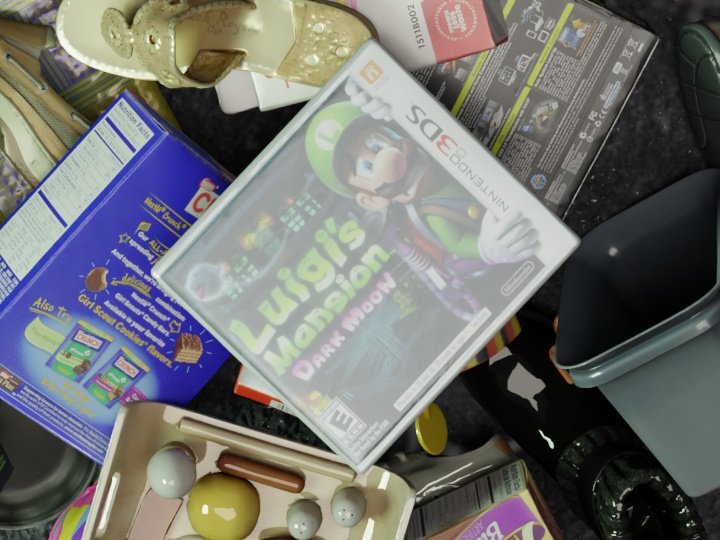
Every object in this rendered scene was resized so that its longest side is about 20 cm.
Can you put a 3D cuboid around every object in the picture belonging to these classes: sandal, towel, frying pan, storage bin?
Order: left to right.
[{"bbox_3d":[-0.214,-0.120,1.679,0.143,0.023,0.201,-27,108,5],"label":"towel"},{"bbox_3d":[-0.199,0.119,1.751,0.189,0.031,0.116,-4,111,-15],"label":"frying pan"},{"bbox_3d":[-0.096,-0.148,1.576,0.210,0.070,0.078,8,102,10],"label":"sandal"},{"bbox_3d":[0.209,0.052,1.672,0.145,0.200,0.135,-29,108,19],"label":"storage bin"}]

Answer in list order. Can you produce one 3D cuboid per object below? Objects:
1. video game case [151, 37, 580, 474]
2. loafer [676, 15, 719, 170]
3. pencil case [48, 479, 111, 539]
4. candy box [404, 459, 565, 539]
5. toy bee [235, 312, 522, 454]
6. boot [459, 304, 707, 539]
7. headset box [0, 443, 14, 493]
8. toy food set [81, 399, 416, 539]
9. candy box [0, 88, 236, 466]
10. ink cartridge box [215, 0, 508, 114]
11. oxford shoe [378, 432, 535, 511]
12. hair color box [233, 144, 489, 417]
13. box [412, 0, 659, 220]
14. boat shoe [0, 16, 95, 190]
[{"bbox_3d":[0.003,-0.009,1.565,0.182,0.023,0.200,44,92,-3],"label":"video game case"},{"bbox_3d":[0.266,-0.086,1.716,0.063,0.072,0.201,-28,116,-17],"label":"loafer"},{"bbox_3d":[-0.129,0.225,1.751,0.200,0.088,0.088,35,102,-24],"label":"pencil case"},{"bbox_3d":[0.048,0.225,1.721,0.199,0.057,0.117,-25,108,8],"label":"candy box"},{"bbox_3d":[0.012,0.074,1.691,0.200,0.109,0.131,-42,101,20],"label":"toy bee"},{"bbox_3d":[0.151,0.120,1.715,0.079,0.158,0.211,-42,106,8],"label":"boot"},{"bbox_3d":[-0.346,0.103,1.665,0.173,0.093,0.201,-12,117,21],"label":"headset box"},{"bbox_3d":[-0.078,0.179,1.651,0.199,0.060,0.144,17,100,-1],"label":"toy food set"},{"bbox_3d":[-0.153,0.009,1.651,0.200,0.077,0.169,-47,133,3],"label":"candy box"},{"bbox_3d":[-0.018,-0.173,1.627,0.199,0.067,0.117,-15,96,14],"label":"ink cartridge box"},{"bbox_3d":[0.021,0.157,1.765,0.199,0.075,0.058,-16,85,7],"label":"oxford shoe"},{"bbox_3d":[0.000,0.000,1.626,0.101,0.061,0.201,22,81,-2],"label":"hair color box"},{"bbox_3d":[0.082,-0.107,1.698,0.160,0.044,0.201,24,104,-11],"label":"box"},{"bbox_3d":[-0.228,-0.134,1.634,0.076,0.072,0.200,-40,116,-5],"label":"boat shoe"}]
